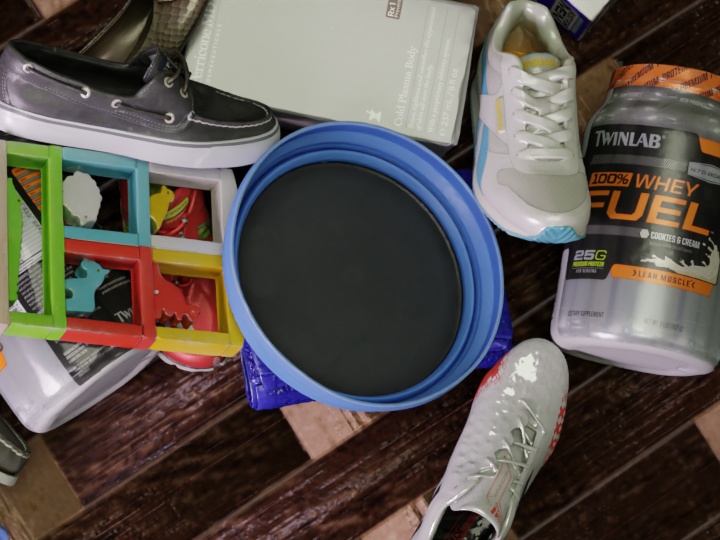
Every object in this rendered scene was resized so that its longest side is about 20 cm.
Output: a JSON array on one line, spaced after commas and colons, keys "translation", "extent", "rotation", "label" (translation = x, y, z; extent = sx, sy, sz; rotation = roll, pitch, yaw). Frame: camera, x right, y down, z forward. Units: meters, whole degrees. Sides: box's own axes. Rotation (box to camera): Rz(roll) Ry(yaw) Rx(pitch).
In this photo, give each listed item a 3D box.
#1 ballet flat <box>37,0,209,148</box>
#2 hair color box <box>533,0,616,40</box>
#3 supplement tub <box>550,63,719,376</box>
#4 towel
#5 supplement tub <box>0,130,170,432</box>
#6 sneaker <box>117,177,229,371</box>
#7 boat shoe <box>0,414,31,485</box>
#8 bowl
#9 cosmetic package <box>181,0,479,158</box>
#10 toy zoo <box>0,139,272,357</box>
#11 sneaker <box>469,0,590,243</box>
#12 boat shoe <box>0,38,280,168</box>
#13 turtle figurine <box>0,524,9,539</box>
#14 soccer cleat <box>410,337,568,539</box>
[{"translation": [-0.174, -0.147, 1.422], "extent": [0.046, 0.068, 0.200], "rotation": [32, 115, -33], "label": "ballet flat"}, {"translation": [0.125, -0.277, 1.499], "extent": [0.200, 0.065, 0.109], "rotation": [43, 81, 4], "label": "hair color box"}, {"translation": [0.206, -0.035, 1.442], "extent": [0.122, 0.123, 0.202], "rotation": [10, 81, -3], "label": "supplement tub"}, {"translation": [0.007, 0.009, 1.441], "extent": [0.199, 0.050, 0.149], "rotation": [-9, 84, -16], "label": "towel"}, {"translation": [-0.229, -0.002, 1.395], "extent": [0.122, 0.123, 0.200], "rotation": [-35, 84, -8], "label": "supplement tub"}, {"translation": [-0.136, -0.027, 1.432], "extent": [0.076, 0.085, 0.201], "rotation": [-15, 83, -6], "label": "sneaker"}, {"translation": [-0.294, 0.061, 1.413], "extent": [0.060, 0.072, 0.202], "rotation": [-45, 84, -1], "label": "boat shoe"}, {"translation": [0.000, 0.000, 1.383], "extent": [0.199, 0.039, 0.202], "rotation": [9, 67, -21], "label": "bowl"}, {"translation": [-0.025, -0.151, 1.459], "extent": [0.198, 0.090, 0.108], "rotation": [10, 85, -6], "label": "cosmetic package"}, {"translation": [-0.146, -0.013, 1.353], "extent": [0.199, 0.020, 0.132], "rotation": [7, 64, -24], "label": "toy zoo"}, {"translation": [0.116, -0.101, 1.416], "extent": [0.076, 0.081, 0.201], "rotation": [1, 46, -12], "label": "sneaker"}, {"translation": [-0.145, -0.118, 1.367], "extent": [0.198, 0.070, 0.067], "rotation": [8, 121, -13], "label": "boat shoe"}, {"translation": [-0.352, 0.182, 1.358], "extent": [0.194, 0.144, 0.200], "rotation": [45, 78, 6], "label": "turtle figurine"}, {"translation": [0.090, 0.141, 1.415], "extent": [0.068, 0.085, 0.201], "rotation": [29, 90, -5], "label": "soccer cleat"}]
